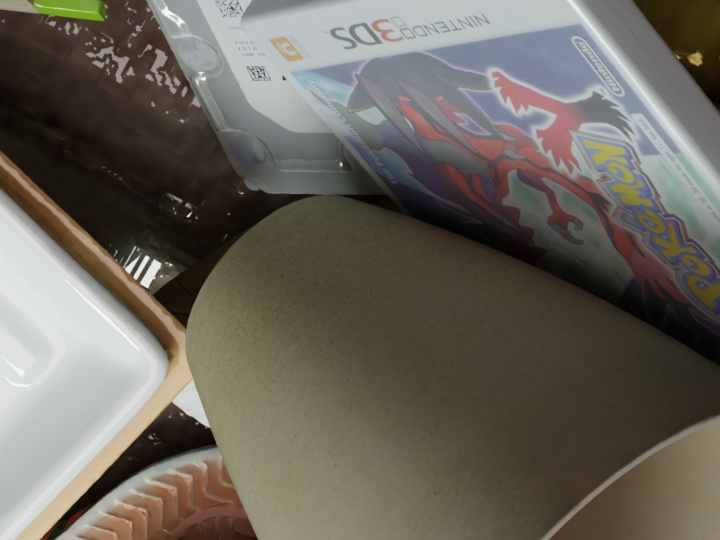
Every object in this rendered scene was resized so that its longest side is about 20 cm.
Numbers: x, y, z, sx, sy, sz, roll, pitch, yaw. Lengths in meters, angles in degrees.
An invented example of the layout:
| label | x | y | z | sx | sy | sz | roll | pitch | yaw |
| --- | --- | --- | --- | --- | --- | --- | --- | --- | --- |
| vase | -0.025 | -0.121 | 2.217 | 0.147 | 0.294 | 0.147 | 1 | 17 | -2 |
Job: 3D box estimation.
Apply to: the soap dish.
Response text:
| label | x | y | z | sx | sy | sz | roll | pitch | yaw |
| --- | --- | --- | --- | --- | --- | --- | --- | --- | --- |
| soap dish | -0.180 | 0.046 | 0.962 | 0.157 | 0.081 | 0.200 | 43 | 101 | -6 |

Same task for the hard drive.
| label | x | y | z | sx | sy | sz | roll | pitch | yaw |
| --- | --- | --- | --- | --- | --- | --- | --- | --- | --- |
| hard drive | -0.019 | -0.111 | 0.911 | 0.139 | 0.038 | 0.201 | 3 | 137 | 31 |

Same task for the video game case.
| label | x | y | z | sx | sy | sz | roll | pitch | yaw |
| --- | --- | --- | --- | --- | --- | --- | --- | --- | --- |
| video game case | 0.069 | -0.033 | 0.859 | 0.200 | 0.023 | 0.182 | 48 | 154 | -24 |

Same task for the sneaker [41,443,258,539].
| label | x | y | z | sx | sy | sz | roll | pitch | yaw |
| --- | --- | --- | --- | --- | --- | --- | --- | --- | --- |
| sneaker | -0.111 | 0.132 | 1.086 | 0.199 | 0.080 | 0.072 | -28 | 95 | -2 |

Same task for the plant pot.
| label | x | y | z | sx | sy | sz | roll | pitch | yaw |
| --- | --- | --- | --- | --- | --- | --- | --- | --- | --- |
| plant pot | 0.029 | 0.065 | 0.875 | 0.200 | 0.187 | 0.188 | 43 | 123 | 32 |

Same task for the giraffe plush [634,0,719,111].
| label | x | y | z | sx | sy | sz | roll | pitch | yaw |
| --- | --- | --- | --- | --- | --- | --- | --- | --- | --- |
| giraffe plush | 0.176 | -0.033 | 0.914 | 0.199 | 0.162 | 0.173 | -27 | 112 | 18 |

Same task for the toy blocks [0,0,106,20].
| label | x | y | z | sx | sy | sz | roll | pitch | yaw |
| --- | --- | --- | --- | --- | --- | --- | --- | --- | --- |
| toy blocks | -0.190 | -0.176 | 0.908 | 0.198 | 0.100 | 0.138 | 6 | 89 | 1 |

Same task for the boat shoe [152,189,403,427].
| label | x | y | z | sx | sy | sz | roll | pitch | yaw |
| --- | --- | --- | --- | --- | --- | --- | --- | --- | --- |
| boat shoe | 0.000 | 0.000 | 1.006 | 0.199 | 0.071 | 0.069 | -30 | 128 | 15 |
